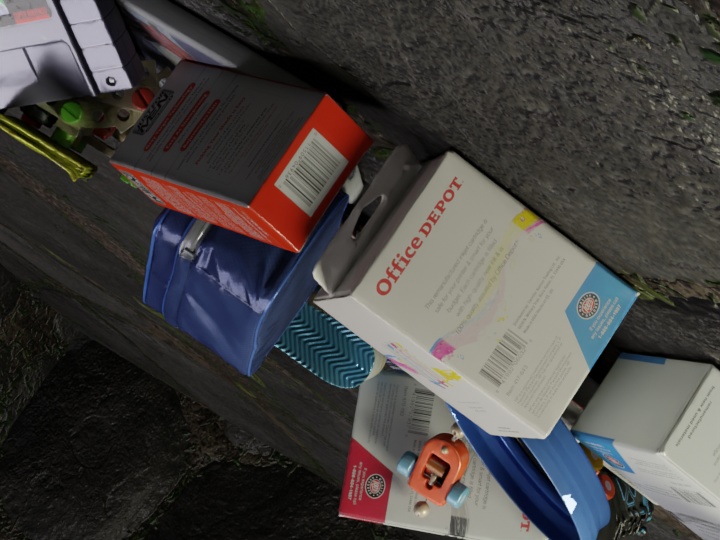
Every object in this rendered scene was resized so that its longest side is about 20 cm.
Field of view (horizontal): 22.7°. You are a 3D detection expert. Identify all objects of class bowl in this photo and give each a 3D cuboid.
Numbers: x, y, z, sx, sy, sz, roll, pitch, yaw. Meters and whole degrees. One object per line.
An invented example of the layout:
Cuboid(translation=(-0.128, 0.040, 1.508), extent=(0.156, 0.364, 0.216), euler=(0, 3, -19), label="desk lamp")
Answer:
Cuboid(translation=(0.135, 0.144, 1.485), extent=(0.201, 0.039, 0.201), euler=(52, 169, 15), label="bowl")

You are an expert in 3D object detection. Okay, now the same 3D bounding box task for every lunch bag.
Cuboid(translation=(-0.104, -0.023, 1.464), extent=(0.132, 0.136, 0.200), euler=(32, 151, 7), label="lunch bag")

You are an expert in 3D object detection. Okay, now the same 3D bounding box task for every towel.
Cuboid(translation=(-0.257, -0.099, 1.457), extent=(0.086, 0.018, 0.200), euler=(31, 180, -7), label="towel")

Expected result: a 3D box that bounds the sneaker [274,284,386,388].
Cuboid(translation=(-0.061, 0.035, 1.673), extent=(0.200, 0.077, 0.081), euler=(42, -166, 11), label="sneaker")

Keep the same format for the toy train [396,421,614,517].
Cuboid(translation=(0.138, 0.183, 1.620), extent=(0.200, 0.151, 0.056), euler=(27, -156, 22), label="toy train")

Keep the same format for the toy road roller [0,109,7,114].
Cuboid(translation=(-0.337, -0.225, 1.512), extent=(0.200, 0.123, 0.146), euler=(36, 180, -10), label="toy road roller")

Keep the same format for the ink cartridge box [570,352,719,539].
Cuboid(translation=(0.284, 0.157, 1.387), extent=(0.200, 0.084, 0.145), euler=(38, 168, -17), label="ink cartridge box")

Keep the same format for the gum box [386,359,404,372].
Cuboid(translation=(0.005, 0.033, 1.772), extent=(0.200, 0.045, 0.170), euler=(39, 167, -16), label="gum box")

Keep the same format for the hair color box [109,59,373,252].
Cuboid(translation=(-0.091, -0.087, 1.306), extent=(0.061, 0.102, 0.200), euler=(42, 167, -37), label="hair color box")

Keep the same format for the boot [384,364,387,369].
Cuboid(translation=(-0.042, 0.037, 1.917), extent=(0.200, 0.075, 0.097), euler=(35, 151, -7), label="boot")

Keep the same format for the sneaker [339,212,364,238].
Cuboid(translation=(0.000, 0.000, 1.577), extent=(0.200, 0.075, 0.090), euler=(29, 173, 25), label="sneaker")

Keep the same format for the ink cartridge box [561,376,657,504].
Cuboid(translation=(0.232, 0.144, 1.580), extent=(0.200, 0.045, 0.176), euler=(37, 170, -12), label="ink cartridge box")

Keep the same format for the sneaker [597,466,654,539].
Cuboid(translation=(0.239, 0.222, 1.682), extent=(0.082, 0.073, 0.200), euler=(26, -152, 3), label="sneaker")

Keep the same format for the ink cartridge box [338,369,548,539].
Cuboid(translation=(0.089, 0.181, 1.718), extent=(0.199, 0.146, 0.083), euler=(10, 172, 3), label="ink cartridge box")

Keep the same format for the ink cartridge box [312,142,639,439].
Cuboid(translation=(0.070, 0.012, 1.294), extent=(0.200, 0.129, 0.125), euler=(37, 169, -9), label="ink cartridge box")

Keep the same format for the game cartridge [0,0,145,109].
Cuboid(translation=(-0.278, -0.186, 1.381), extent=(0.199, 0.038, 0.130), euler=(-6, 127, 25), label="game cartridge")

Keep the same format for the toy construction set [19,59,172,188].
Cuboid(translation=(-0.206, -0.124, 1.482), extent=(0.131, 0.092, 0.200), euler=(31, 169, -4), label="toy construction set")

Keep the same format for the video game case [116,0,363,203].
Cuboid(translation=(-0.092, -0.137, 1.409), extent=(0.200, 0.023, 0.182), euler=(32, 168, 14), label="video game case")
